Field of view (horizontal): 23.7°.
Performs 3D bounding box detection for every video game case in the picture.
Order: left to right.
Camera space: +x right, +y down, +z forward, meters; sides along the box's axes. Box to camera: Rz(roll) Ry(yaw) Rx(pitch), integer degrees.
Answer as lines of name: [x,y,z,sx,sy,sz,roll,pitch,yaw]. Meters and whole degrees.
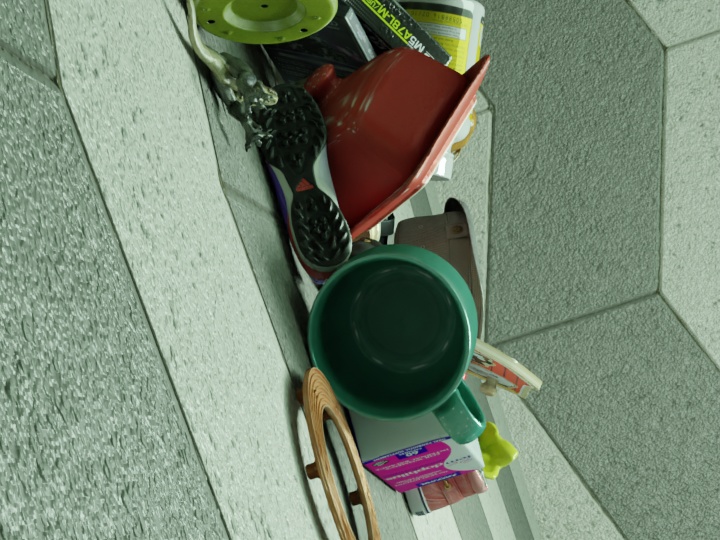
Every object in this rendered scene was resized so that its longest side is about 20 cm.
video game case: [-0.041,-0.227,1.811,0.019,0.142,0.200,-63,151,-20]

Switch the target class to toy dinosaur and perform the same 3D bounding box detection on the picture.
toy dinosaur: [-0.108,-0.161,1.486,0.088,0.047,0.200,59,3,21]

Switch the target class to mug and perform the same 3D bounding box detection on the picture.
mug: [0.035,0.068,1.592,0.114,0.151,0.187,-46,131,-78]

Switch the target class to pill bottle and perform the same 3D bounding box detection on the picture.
pill bottle: [0.075,-0.206,1.932,0.111,0.110,0.202,24,73,-80]

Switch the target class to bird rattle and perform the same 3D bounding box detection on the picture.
bird rattle: [0.103,0.170,2.100,0.163,0.112,0.201,10,58,-64]

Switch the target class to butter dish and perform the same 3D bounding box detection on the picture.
butter dish: [0.006,-0.148,1.724,0.148,0.200,0.200,38,57,-10]

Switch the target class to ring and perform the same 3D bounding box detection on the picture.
ring: [-0.018,0.180,1.446,0.200,0.019,0.202,-17,90,-84]

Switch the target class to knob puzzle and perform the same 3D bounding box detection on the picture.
knob puzzle: [0.096,0.091,1.817,0.031,0.218,0.220,-64,162,-10]

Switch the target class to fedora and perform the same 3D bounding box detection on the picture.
fedora: [0.079,0.011,1.944,0.177,0.089,0.201,98,-10,-52]

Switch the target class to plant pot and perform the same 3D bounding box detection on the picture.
plant pot: [-0.089,-0.314,1.521,0.200,0.199,0.194,54,31,-68]

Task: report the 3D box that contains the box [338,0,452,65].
box: [-0.022,-0.282,1.818,0.200,0.048,0.193,41,-10,-32]

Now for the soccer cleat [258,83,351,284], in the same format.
soccer cleat: [-0.057,-0.083,1.656,0.073,0.068,0.201,107,-31,-67]

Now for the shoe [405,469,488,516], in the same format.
shoe: [0.073,0.161,1.886,0.071,0.090,0.202,22,51,-81]

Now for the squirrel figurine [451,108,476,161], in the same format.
squirrel figurine: [0.053,-0.197,2.224,0.142,0.185,0.201,-100,169,-47]

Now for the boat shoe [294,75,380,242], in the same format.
boat shoe: [-0.036,-0.105,1.831,0.069,0.073,0.201,-52,123,-69]

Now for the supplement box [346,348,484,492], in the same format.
supplement box: [0.055,0.150,1.738,0.200,0.100,0.104,49,24,-71]

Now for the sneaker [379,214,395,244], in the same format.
sneaker: [0.006,-0.042,1.932,0.078,0.079,0.201,-86,159,-75]

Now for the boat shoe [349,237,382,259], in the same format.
boat shoe: [-0.003,0.001,1.793,0.201,0.073,0.064,56,12,-76]
